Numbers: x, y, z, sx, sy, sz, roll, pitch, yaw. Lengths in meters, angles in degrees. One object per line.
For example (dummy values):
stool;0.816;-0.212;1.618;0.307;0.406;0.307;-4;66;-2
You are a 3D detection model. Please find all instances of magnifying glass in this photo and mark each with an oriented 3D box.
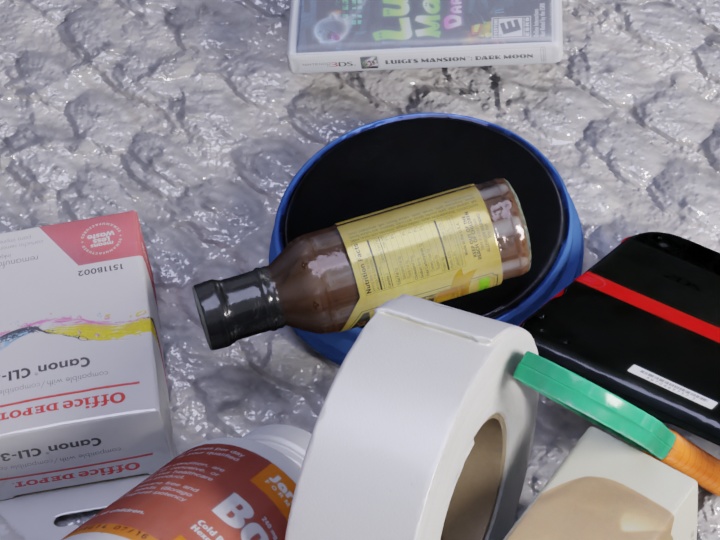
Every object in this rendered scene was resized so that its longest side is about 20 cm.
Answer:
magnifying glass;0.151;0.088;1.229;0.079;0.200;0.022;27;89;41

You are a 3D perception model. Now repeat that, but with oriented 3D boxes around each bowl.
bowl;0.041;-0.020;1.419;0.200;0.039;0.201;-3;51;4

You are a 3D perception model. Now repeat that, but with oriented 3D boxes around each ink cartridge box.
ink cartridge box;-0.176;0.066;1.354;0.116;0.068;0.200;-11;51;-2

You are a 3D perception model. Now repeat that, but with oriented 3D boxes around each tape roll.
tape roll;0.030;0.117;1.205;0.071;0.203;0.203;16;54;19

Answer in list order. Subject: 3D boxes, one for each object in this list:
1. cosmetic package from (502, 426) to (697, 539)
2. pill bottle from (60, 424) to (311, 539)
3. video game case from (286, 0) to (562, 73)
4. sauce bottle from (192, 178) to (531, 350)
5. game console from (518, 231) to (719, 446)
cosmetic package;0.099;0.193;1.199;0.071;0.105;0.200;27;60;25
pill bottle;-0.083;0.156;1.204;0.112;0.113;0.200;19;26;20
video game case;0.046;-0.217;1.532;0.181;0.023;0.201;-2;53;7
sauce bottle;0.000;0.000;1.342;0.199;0.065;0.065;-16;51;-5
game console;0.210;0.048;1.311;0.200;0.031;0.177;24;35;24
